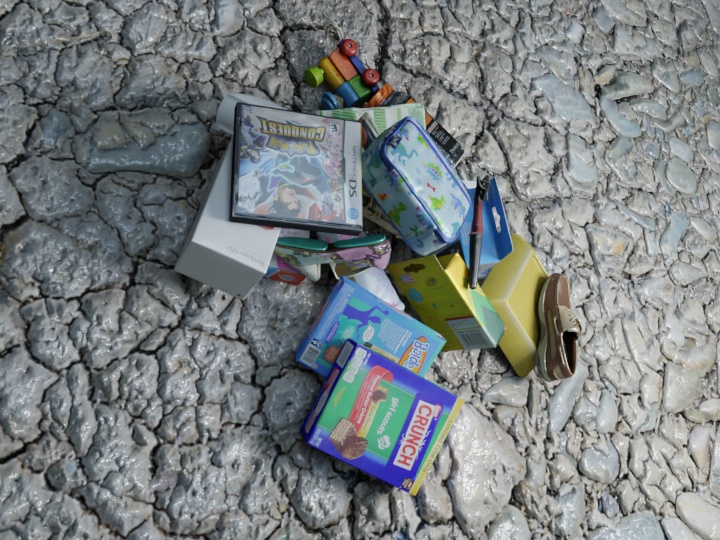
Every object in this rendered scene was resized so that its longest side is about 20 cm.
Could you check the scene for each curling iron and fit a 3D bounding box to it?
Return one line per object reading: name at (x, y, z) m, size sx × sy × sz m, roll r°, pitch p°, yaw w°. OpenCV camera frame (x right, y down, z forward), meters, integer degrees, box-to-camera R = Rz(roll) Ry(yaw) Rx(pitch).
curling iron at (0.193, -0.068, 1.229) m, size 0.025 × 0.050 × 0.203 m, roll 8°, pitch 77°, yaw 6°

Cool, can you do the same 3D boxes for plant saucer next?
plant saucer at (0.313, 0.064, 1.382) m, size 0.201 × 0.048 × 0.201 m, roll 54°, pitch 52°, yaw -24°

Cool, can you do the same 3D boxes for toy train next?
toy train at (-0.062, -0.395, 1.416) m, size 0.115 × 0.085 × 0.201 m, roll -35°, pitch 87°, yaw -21°

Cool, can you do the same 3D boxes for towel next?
towel at (0.021, -0.219, 1.329) m, size 0.197 × 0.023 × 0.155 m, roll -3°, pitch 97°, yaw -3°

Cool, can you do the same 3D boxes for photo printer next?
photo printer at (-0.119, -0.225, 1.232) m, size 0.198 × 0.070 × 0.166 m, roll 27°, pitch 15°, yaw 12°

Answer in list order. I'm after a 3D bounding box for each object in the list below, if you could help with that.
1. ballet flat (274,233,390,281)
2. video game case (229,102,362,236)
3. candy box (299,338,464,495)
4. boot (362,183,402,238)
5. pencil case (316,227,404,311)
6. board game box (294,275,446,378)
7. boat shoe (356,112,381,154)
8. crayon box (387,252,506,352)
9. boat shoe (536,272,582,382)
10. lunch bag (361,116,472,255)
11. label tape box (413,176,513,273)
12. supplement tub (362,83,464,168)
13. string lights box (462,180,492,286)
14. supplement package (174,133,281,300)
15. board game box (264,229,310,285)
ballet flat at (-0.049, -0.019, 1.195) m, size 0.197 × 0.069 × 0.072 m, roll -2°, pitch 108°, yaw -2°
video game case at (-0.092, -0.150, 1.101) m, size 0.197 × 0.025 × 0.183 m, roll 5°, pitch 72°, yaw -19°
candy box at (0.033, 0.227, 1.146) m, size 0.198 × 0.077 × 0.171 m, roll 28°, pitch 88°, yaw -14°
boot at (0.021, -0.109, 1.229) m, size 0.154 × 0.073 × 0.200 m, roll 33°, pitch 15°, yaw -4°
pencil case at (0.000, 0.000, 1.267) m, size 0.090 × 0.083 × 0.202 m, roll -12°, pitch 73°, yaw -52°
board game box at (0.016, 0.125, 1.194) m, size 0.199 × 0.045 × 0.153 m, roll 31°, pitch 95°, yaw -12°
boat shoe at (0.059, -0.188, 1.292) m, size 0.200 × 0.071 × 0.063 m, roll 43°, pitch 91°, yaw -3°
crayon box at (0.147, 0.046, 1.264) m, size 0.201 × 0.126 × 0.051 m, roll 55°, pitch 54°, yaw -19°
boat shoe at (0.371, 0.103, 1.349) m, size 0.075 × 0.071 × 0.203 m, roll 16°, pitch 73°, yaw -41°
lunch bag at (0.093, -0.142, 1.204) m, size 0.201 × 0.082 × 0.161 m, roll 53°, pitch 39°, yaw -13°
label tape box at (0.173, -0.060, 1.310) m, size 0.065 × 0.200 × 0.145 m, roll 1°, pitch 67°, yaw -30°
supplement tub at (0.090, -0.250, 1.400) m, size 0.200 × 0.122 × 0.123 m, roll 43°, pitch 56°, yaw -4°
string lights box at (0.205, -0.071, 1.419) m, size 0.101 × 0.059 × 0.203 m, roll 2°, pitch 68°, yaw -27°
supplement package at (-0.185, -0.081, 1.131) m, size 0.120 × 0.120 × 0.202 m, roll 24°, pitch 60°, yaw -16°
board game box at (-0.158, -0.090, 1.247) m, size 0.151 × 0.040 × 0.203 m, roll 15°, pitch 62°, yaw -21°
